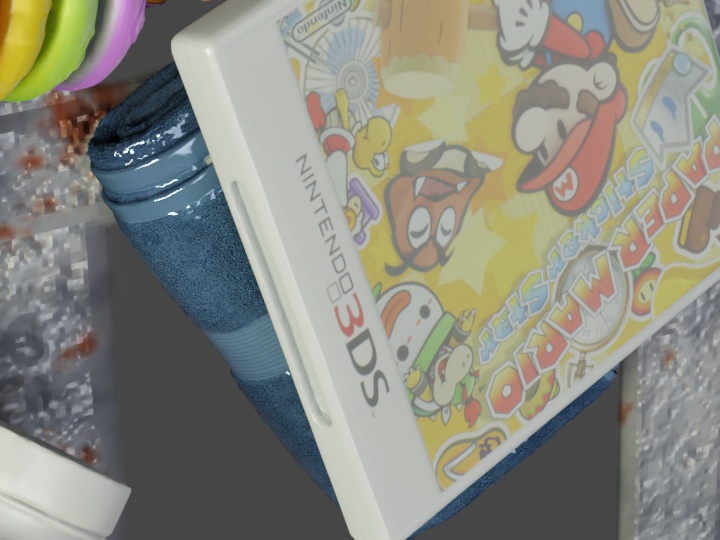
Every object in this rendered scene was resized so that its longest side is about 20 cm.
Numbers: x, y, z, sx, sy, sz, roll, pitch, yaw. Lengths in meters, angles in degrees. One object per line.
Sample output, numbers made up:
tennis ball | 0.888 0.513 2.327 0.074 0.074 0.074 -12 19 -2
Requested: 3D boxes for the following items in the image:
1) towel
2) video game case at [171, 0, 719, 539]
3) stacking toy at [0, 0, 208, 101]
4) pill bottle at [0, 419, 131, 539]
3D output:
towel | 0.000 0.000 0.962 0.112 0.049 0.200 -39 127 -6
video game case | 0.044 -0.039 0.932 0.200 0.023 0.183 -37 120 -32
stacking toy | -0.104 -0.089 0.840 0.199 0.116 0.110 -9 113 -41
pill bottle | -0.147 0.140 0.883 0.112 0.112 0.201 29 85 -36
